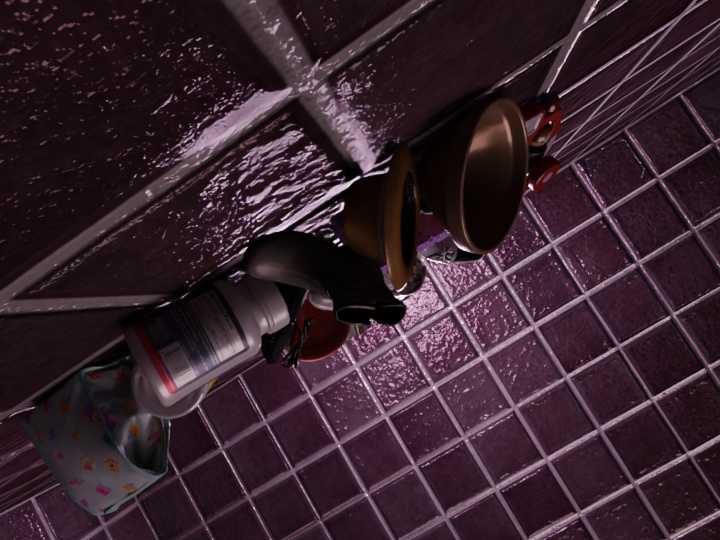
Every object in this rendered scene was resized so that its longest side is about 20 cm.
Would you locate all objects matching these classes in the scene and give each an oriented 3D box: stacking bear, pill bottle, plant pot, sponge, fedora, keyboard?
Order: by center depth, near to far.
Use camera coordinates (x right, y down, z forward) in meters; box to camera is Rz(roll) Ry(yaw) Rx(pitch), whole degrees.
[{"bbox_3d":[0.027,-0.068,0.671,0.081,0.203,0.200,2,-177,14],"label":"fedora"},{"bbox_3d":[0.146,-0.130,0.705,0.092,0.203,0.200,16,-151,37],"label":"plant pot"},{"bbox_3d":[-0.205,0.084,0.716,0.199,0.120,0.120,-29,174,-24],"label":"pill bottle"},{"bbox_3d":[-0.111,0.067,0.784,0.020,0.127,0.201,-4,133,-39],"label":"keyboard"},{"bbox_3d":[0.062,-0.075,0.820,0.199,0.112,0.030,-28,160,-30],"label":"sponge"},{"bbox_3d":[-0.289,0.157,0.853,0.111,0.112,0.200,-31,-174,-3],"label":"pill bottle"},{"bbox_3d":[-0.110,0.104,0.949,0.113,0.123,0.200,2,170,-29],"label":"stacking bear"}]

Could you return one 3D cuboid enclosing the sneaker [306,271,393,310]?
[{"bbox_3d":[0.000,0.000,0.820,0.199,0.075,0.082,-19,158,-33],"label":"sneaker"}]

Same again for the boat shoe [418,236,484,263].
[{"bbox_3d":[0.142,-0.042,0.901,0.199,0.069,0.072,7,124,-44],"label":"boat shoe"}]

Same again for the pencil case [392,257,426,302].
[{"bbox_3d":[0.075,0.018,0.996,0.089,0.079,0.200,-12,172,-4],"label":"pencil case"}]

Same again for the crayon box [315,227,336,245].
[{"bbox_3d":[-0.107,0.003,0.892,0.199,0.051,0.127,-34,173,14],"label":"crayon box"}]

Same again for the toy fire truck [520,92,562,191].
[{"bbox_3d":[0.274,-0.214,0.886,0.199,0.112,0.168,-30,155,-23],"label":"toy fire truck"}]

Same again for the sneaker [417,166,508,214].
[{"bbox_3d":[0.151,-0.119,0.816,0.198,0.078,0.085,-2,173,-1],"label":"sneaker"}]

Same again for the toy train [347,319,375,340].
[{"bbox_3d":[-0.039,0.049,1.026,0.113,0.200,0.086,-32,138,-19],"label":"toy train"}]

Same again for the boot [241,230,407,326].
[{"bbox_3d":[-0.042,0.014,0.659,0.198,0.131,0.068,5,121,-25],"label":"boot"}]

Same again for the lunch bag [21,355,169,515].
[{"bbox_3d":[-0.396,0.263,0.807,0.170,0.201,0.122,-35,173,21],"label":"lunch bag"}]
